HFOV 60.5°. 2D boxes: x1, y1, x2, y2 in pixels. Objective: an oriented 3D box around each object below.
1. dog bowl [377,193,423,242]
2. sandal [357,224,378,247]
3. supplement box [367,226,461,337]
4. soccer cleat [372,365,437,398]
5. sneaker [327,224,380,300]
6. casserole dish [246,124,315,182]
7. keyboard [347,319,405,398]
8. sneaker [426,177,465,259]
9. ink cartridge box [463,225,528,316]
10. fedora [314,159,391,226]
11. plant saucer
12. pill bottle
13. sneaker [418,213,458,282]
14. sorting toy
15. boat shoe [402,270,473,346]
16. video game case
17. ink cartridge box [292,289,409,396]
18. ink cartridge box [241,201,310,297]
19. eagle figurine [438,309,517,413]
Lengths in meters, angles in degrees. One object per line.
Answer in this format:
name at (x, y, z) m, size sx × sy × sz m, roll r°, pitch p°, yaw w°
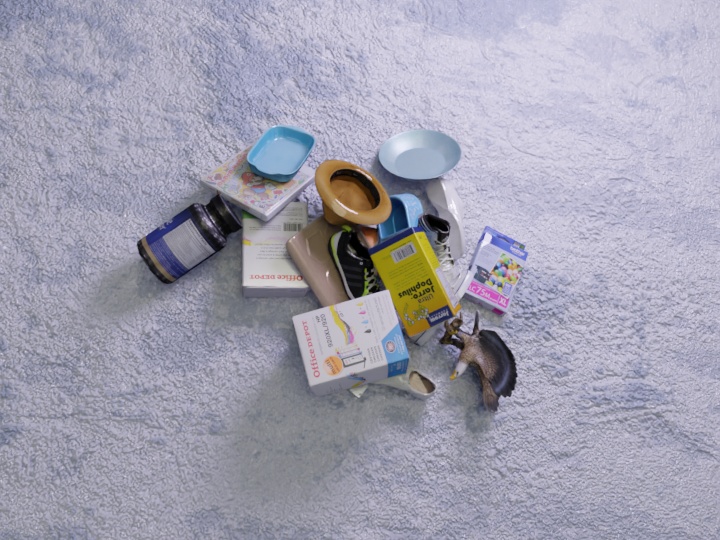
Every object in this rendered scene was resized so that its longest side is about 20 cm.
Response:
dog bowl at (0.092, -0.080, 1.402) m, size 0.049 × 0.111 × 0.201 m, roll 5°, pitch 71°, yaw -46°
sandal at (-0.006, -0.152, 1.440) m, size 0.079 × 0.059 × 0.208 m, roll -8°, pitch 74°, yaw -14°
supplement box at (0.115, 0.020, 1.291) m, size 0.109 × 0.109 × 0.201 m, roll -27°, pitch 87°, yaw 15°
soccer cleat at (0.072, 0.219, 1.318) m, size 0.199 × 0.078 × 0.070 m, roll 22°, pitch 70°, yaw -7°
sneaker at (0.000, 0.000, 1.313) m, size 0.072 × 0.083 × 0.201 m, roll -38°, pitch 102°, yaw -42°
casserole dish at (-0.179, -0.263, 1.400) m, size 0.121 × 0.039 × 0.200 m, roll 19°, pitch 46°, yaw 5°
keyboard at (0.033, 0.186, 1.364) m, size 0.056 × 0.011 × 0.200 m, roll 39°, pitch 69°, yaw -3°
sneaker at (0.225, -0.128, 1.481) m, size 0.088 × 0.075 × 0.201 m, roll -5°, pitch 80°, yaw -46°
ink cartridge box at (0.323, -0.006, 1.472) m, size 0.119 × 0.042 × 0.201 m, roll 26°, pitch 67°, yaw -3°
fedora at (-0.028, -0.152, 1.344) m, size 0.200 × 0.082 × 0.201 m, roll 22°, pitch 41°, yaw -20°
plant saucer at (0.144, -0.270, 1.495) m, size 0.200 × 0.039 × 0.202 m, roll -3°, pitch 46°, yaw 4°
pill bottle at (-0.352, -0.069, 1.288) m, size 0.200 × 0.112 × 0.112 m, roll -35°, pitch 81°, yaw -3°
sneaker at (0.179, -0.039, 1.410) m, size 0.075 × 0.115 × 0.201 m, roll -25°, pitch 79°, yaw -20°
sorting toy at (-0.057, -0.028, 1.355) m, size 0.200 × 0.036 × 0.186 m, roll -41°, pitch 103°, yaw -42°
boat shoe at (0.163, 0.066, 1.377) m, size 0.086 × 0.075 × 0.202 m, roll 39°, pitch 94°, yaw 0°
video game case at (-0.222, -0.204, 1.375) m, size 0.181 × 0.023 × 0.200 m, roll 28°, pitch 48°, yaw 15°
ink cartridge box at (-0.020, 0.150, 1.237) m, size 0.199 × 0.145 × 0.148 m, roll -15°, pitch 71°, yaw -4°
ink cartridge box at (-0.188, -0.045, 1.353) m, size 0.144 × 0.084 × 0.201 m, roll 1°, pitch 71°, yaw -12°
eagle figurine at (0.258, 0.195, 1.340) m, size 0.200 × 0.152 × 0.151 m, roll 39°, pitch 111°, yaw 19°
